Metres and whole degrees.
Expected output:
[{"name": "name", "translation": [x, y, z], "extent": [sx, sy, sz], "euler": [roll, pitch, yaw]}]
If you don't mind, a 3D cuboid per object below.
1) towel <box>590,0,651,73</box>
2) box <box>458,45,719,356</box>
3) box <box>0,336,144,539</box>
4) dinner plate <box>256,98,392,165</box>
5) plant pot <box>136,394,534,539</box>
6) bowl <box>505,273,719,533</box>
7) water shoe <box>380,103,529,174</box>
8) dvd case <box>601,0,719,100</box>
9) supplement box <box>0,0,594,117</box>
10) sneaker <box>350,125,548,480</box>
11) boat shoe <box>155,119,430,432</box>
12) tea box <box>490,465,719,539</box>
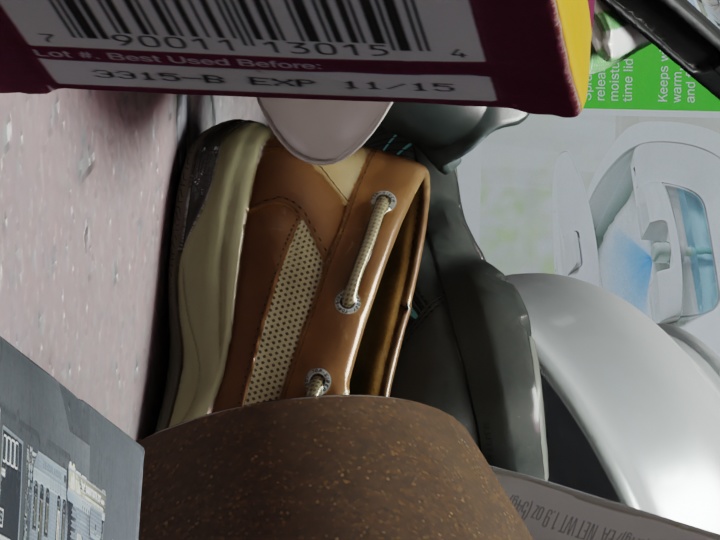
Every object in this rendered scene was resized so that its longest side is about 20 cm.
[{"name": "towel", "translation": [0.040, -0.155, 0.838], "extent": [0.201, 0.023, 0.152], "euler": [64, 22, 0]}, {"name": "box", "translation": [0.107, -0.015, 1.179], "extent": [0.097, 0.175, 0.202], "euler": [-19, 112, -80]}, {"name": "box", "translation": [-0.081, 0.112, 0.475], "extent": [0.158, 0.051, 0.202], "euler": [54, 39, -74]}, {"name": "dinner plate", "translation": [-0.014, -0.127, 0.712], "extent": [0.200, 0.024, 0.202], "euler": [180, -90, -72]}, {"name": "plant pot", "translation": [-0.005, 0.138, 0.640], "extent": [0.187, 0.186, 0.201], "euler": [70, 9, -66]}, {"name": "bowl", "translation": [0.090, 0.080, 1.046], "extent": [0.201, 0.090, 0.202], "euler": [47, -28, 36]}, {"name": "water shoe", "translation": [0.017, -0.103, 0.850], "extent": [0.079, 0.071, 0.201], "euler": [42, 34, -24]}, {"name": "dvd case", "translation": [0.060, -0.131, 0.798], "extent": [0.200, 0.017, 0.144], "euler": [29, 42, -58]}, {"name": "supplement box", "translation": [-0.015, -0.142, 0.572], "extent": [0.103, 0.130, 0.202], "euler": [61, 34, -72]}, {"name": "sneaker", "translation": [0.000, 0.000, 0.885], "extent": [0.200, 0.079, 0.076], "euler": [-110, -172, -57]}, {"name": "boat shoe", "translation": [-0.016, 0.056, 0.770], "extent": [0.076, 0.073, 0.202], "euler": [53, 40, -75]}, {"name": "tea box", "translation": [0.081, 0.188, 0.808], "extent": [0.198, 0.133, 0.200], "euler": [-68, 152, -14]}]
